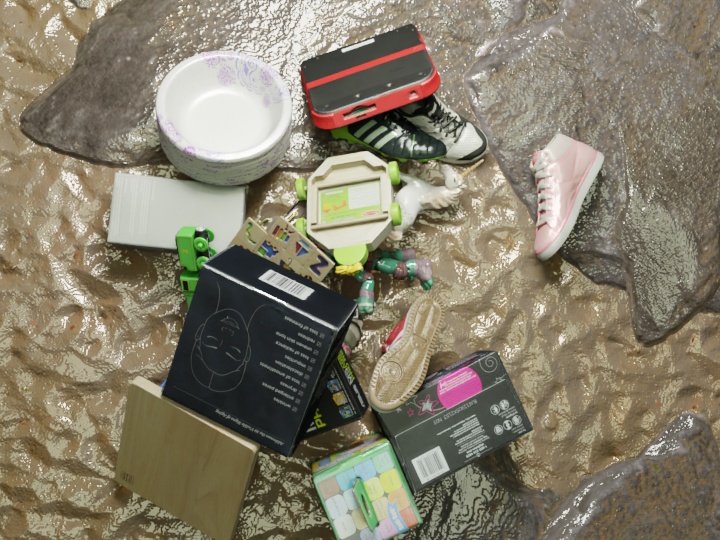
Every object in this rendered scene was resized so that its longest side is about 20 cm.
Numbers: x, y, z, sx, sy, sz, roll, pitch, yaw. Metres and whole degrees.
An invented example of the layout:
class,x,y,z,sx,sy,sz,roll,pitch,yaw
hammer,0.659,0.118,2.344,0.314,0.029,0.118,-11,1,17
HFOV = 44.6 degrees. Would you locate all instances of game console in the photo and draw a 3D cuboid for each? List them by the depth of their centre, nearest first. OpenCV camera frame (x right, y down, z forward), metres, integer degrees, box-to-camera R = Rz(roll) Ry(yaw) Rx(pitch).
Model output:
class,x,y,z,sx,sy,sz,roll,pitch,yaw
game console,0.011,-0.292,1.320,0.196,0.031,0.179,-18,42,2

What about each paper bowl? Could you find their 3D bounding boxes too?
class,x,y,z,sx,sy,sz,roll,pitch,yaw
paper bowl,-0.200,-0.214,1.297,0.196,0.105,0.204,4,59,-6

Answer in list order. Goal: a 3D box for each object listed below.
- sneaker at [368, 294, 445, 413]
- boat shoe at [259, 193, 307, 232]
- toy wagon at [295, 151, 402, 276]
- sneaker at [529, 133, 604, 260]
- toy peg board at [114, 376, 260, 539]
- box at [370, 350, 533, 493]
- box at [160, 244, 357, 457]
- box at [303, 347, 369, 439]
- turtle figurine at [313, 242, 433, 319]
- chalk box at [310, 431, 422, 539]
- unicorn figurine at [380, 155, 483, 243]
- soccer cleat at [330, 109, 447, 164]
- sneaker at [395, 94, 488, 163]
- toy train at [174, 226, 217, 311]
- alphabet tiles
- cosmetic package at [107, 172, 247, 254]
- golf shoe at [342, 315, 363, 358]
class,x,y,z,sx,sy,sz,roll,pitch,yaw
sneaker,0.057,0.139,1.289,0.071,0.113,0.201,32,56,1
boat shoe,-0.117,-0.060,1.317,0.199,0.072,0.060,-40,97,-20
toy wagon,-0.017,-0.077,1.254,0.152,0.040,0.204,-8,61,12
sneaker,0.294,-0.121,1.368,0.104,0.075,0.203,30,76,-7
toy peg board,-0.232,0.250,1.256,0.196,0.098,0.203,26,124,10
box,0.132,0.220,1.306,0.197,0.115,0.134,-26,89,-5
box,-0.134,0.104,1.176,0.197,0.124,0.200,25,108,6
box,-0.099,0.143,1.276,0.158,0.044,0.203,-22,99,20
turtle figurine,0.000,0.000,1.294,0.196,0.150,0.102,-2,124,-19
chalk box,0.007,0.316,1.243,0.122,0.200,0.127,-23,88,-6
unicorn figurine,0.074,-0.116,1.338,0.136,0.074,0.201,34,71,6
soccer cleat,0.039,-0.216,1.321,0.197,0.067,0.083,19,121,21
sneaker,0.110,-0.230,1.355,0.197,0.088,0.077,26,82,-4
toy train,-0.233,0.027,1.281,0.055,0.042,0.204,3,120,10
alphabet tiles,-0.130,0.030,1.224,0.166,0.006,0.201,40,111,0
cosmetic package,-0.269,-0.079,1.310,0.196,0.090,0.109,8,86,-7
golf shoe,-0.090,0.063,1.330,0.198,0.073,0.093,30,51,3
